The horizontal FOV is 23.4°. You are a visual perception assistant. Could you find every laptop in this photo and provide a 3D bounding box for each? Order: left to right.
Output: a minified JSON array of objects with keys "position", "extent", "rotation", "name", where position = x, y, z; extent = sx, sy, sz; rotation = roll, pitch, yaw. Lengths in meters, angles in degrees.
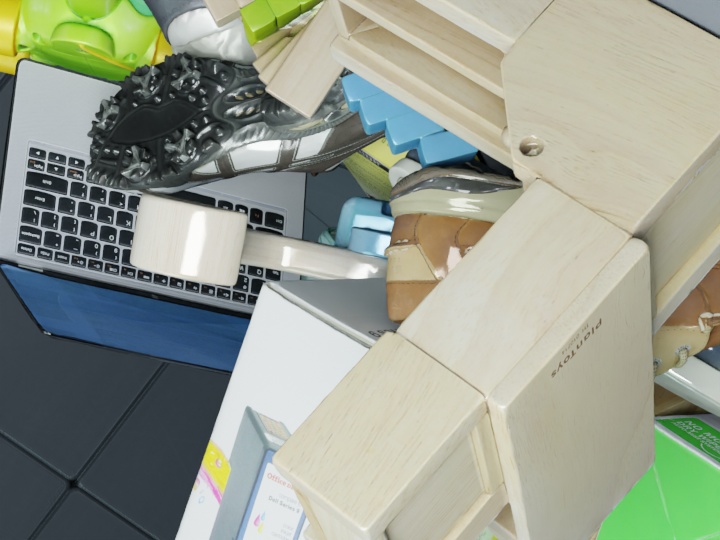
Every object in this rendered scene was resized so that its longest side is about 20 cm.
[{"position":[-0.093,-0.025,0.952],"extent":[0.187,0.200,0.116],"rotation":[14,156,-26],"name":"laptop"}]

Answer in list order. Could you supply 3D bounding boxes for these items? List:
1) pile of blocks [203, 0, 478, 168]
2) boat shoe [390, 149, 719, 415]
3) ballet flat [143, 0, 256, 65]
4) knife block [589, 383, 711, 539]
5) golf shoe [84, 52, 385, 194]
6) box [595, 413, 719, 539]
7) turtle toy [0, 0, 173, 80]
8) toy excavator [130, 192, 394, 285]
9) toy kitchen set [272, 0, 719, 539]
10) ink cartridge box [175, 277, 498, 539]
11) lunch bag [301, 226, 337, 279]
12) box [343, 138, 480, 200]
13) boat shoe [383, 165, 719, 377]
[{"position":[0.007,-0.087,0.740],"extent":[0.200,0.082,0.062],"rotation":[36,175,4],"name":"pile of blocks"},{"position":[0.108,-0.007,0.794],"extent":[0.200,0.062,0.075],"rotation":[33,173,7],"name":"boat shoe"},{"position":[-0.059,-0.118,0.968],"extent":[0.073,0.073,0.200],"rotation":[34,176,37],"name":"ballet flat"},{"position":[0.120,0.116,0.895],"extent":[0.064,0.176,0.200],"rotation":[35,-147,30],"name":"knife block"},{"position":[-0.053,-0.072,0.905],"extent":[0.200,0.078,0.094],"rotation":[-12,154,33],"name":"golf shoe"},{"position":[0.191,0.176,0.856],"extent":[0.176,0.200,0.097],"rotation":[3,-159,-40],"name":"box"},{"position":[-0.151,-0.163,1.024],"extent":[0.146,0.101,0.200],"rotation":[12,176,-3],"name":"turtle toy"},{"position":[0.000,0.000,0.889],"extent":[0.200,0.100,0.194],"rotation":[10,-176,9],"name":"toy excavator"},{"position":[0.020,0.004,0.629],"extent":[0.180,0.200,0.163],"rotation":[35,161,27],"name":"toy kitchen set"},{"position":[-0.001,0.108,0.778],"extent":[0.087,0.200,0.145],"rotation":[30,-161,31],"name":"ink cartridge box"},{"position":[0.042,0.059,1.035],"extent":[0.160,0.077,0.200],"rotation":[25,-161,-32],"name":"lunch bag"},{"position":[0.036,-0.056,1.024],"extent":[0.075,0.050,0.200],"rotation":[34,174,23],"name":"box"},{"position":[0.105,0.013,0.712],"extent":[0.200,0.074,0.076],"rotation":[12,172,6],"name":"boat shoe"}]
